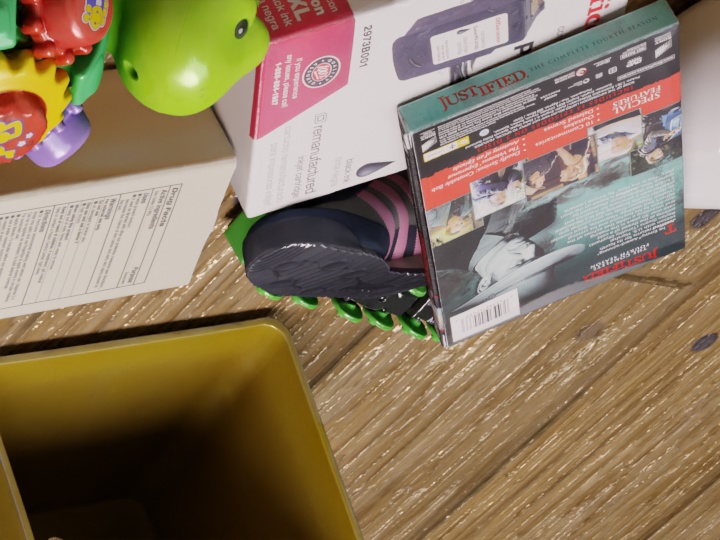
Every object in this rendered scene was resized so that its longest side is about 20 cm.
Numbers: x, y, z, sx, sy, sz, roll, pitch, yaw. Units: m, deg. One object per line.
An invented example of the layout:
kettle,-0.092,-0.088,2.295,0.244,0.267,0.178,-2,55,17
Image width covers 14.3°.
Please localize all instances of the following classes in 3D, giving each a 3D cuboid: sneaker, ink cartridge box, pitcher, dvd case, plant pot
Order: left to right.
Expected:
plant pot,-0.131,0.164,1.632,0.199,0.201,0.176,-8,158,-31
sneaker,-0.009,-0.031,1.488,0.070,0.082,0.200,-15,172,23
ink cartridge box,0.025,-0.123,1.386,0.199,0.085,0.145,-18,151,-17
dvd case,0.096,-0.045,1.450,0.146,0.022,0.200,-23,146,-6
pitcher,0.195,-0.079,1.585,0.199,0.122,0.172,-19,160,5

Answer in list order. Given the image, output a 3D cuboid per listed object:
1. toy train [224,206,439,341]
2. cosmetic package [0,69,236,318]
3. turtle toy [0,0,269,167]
toy train,0.000,0.000,1.598,0.042,0.056,0.200,-46,146,21
cosmetic package,-0.171,-0.033,1.379,0.199,0.071,0.105,-10,146,-30
turtle toy,-0.135,-0.095,1.134,0.199,0.101,0.146,-14,149,-22
